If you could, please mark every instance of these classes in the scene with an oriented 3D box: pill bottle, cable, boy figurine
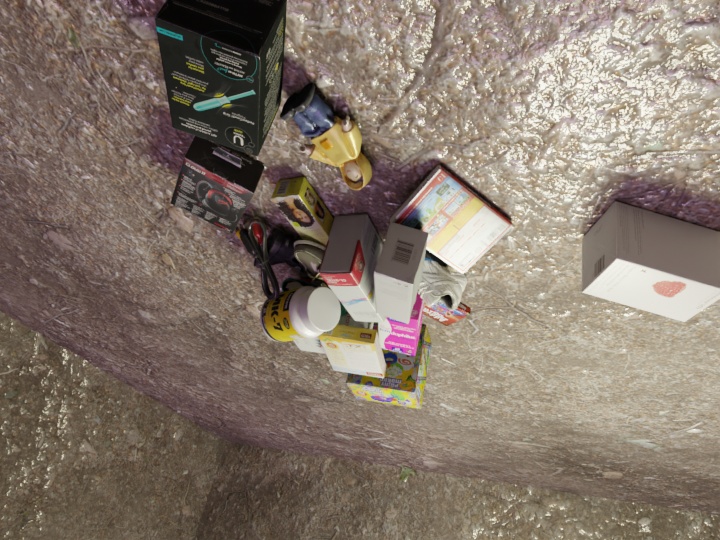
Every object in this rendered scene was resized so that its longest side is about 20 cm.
[{"bbox_3d":[-0.139,0.099,1.221,0.113,0.117,0.197,34,150,-29],"label":"pill bottle"},{"bbox_3d":[-0.219,-0.039,1.208,0.096,0.050,0.204,-25,98,33],"label":"cable"},{"bbox_3d":[-0.052,-0.218,0.914,0.122,0.066,0.200,-13,136,35],"label":"boy figurine"}]

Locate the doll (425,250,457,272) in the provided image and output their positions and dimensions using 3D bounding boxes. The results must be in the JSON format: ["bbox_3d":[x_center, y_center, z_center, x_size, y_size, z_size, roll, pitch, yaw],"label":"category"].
[{"bbox_3d":[0.159,-0.058,1.085,0.134,0.050,0.200,-12,139,36],"label":"doll"}]

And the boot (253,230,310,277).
[{"bbox_3d":[-0.148,-0.015,1.297,0.196,0.068,0.164,22,157,-25],"label":"boot"}]

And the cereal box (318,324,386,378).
[{"bbox_3d":[-0.017,0.198,1.301,0.139,0.040,0.202,7,148,14],"label":"cereal box"}]

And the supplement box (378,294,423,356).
[{"bbox_3d":[0.100,0.114,1.302,0.098,0.106,0.202,11,147,11],"label":"supplement box"}]

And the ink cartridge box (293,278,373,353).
[{"bbox_3d":[-0.074,0.125,1.393,0.194,0.149,0.146,4,148,18],"label":"ink cartridge box"}]

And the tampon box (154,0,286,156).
[{"bbox_3d":[-0.198,-0.301,0.784,0.146,0.129,0.201,18,150,-3],"label":"tampon box"}]

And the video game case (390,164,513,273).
[{"bbox_3d":[0.172,-0.090,1.003,0.197,0.018,0.143,31,121,-24],"label":"video game case"}]

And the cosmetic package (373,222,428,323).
[{"bbox_3d":[0.078,0.010,1.040,0.079,0.115,0.201,16,155,9],"label":"cosmetic package"}]

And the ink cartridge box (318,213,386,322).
[{"bbox_3d":[0.000,0.000,1.156,0.080,0.149,0.201,-1,146,25],"label":"ink cartridge box"}]

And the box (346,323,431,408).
[{"bbox_3d":[0.084,0.259,1.487,0.194,0.197,0.123,4,149,19],"label":"box"}]

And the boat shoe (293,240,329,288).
[{"bbox_3d":[-0.078,0.004,1.187,0.071,0.062,0.201,-10,144,38],"label":"boat shoe"}]

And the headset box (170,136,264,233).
[{"bbox_3d":[-0.289,-0.178,1.076,0.146,0.077,0.200,25,148,-16],"label":"headset box"}]

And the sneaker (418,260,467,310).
[{"bbox_3d":[0.147,0.025,1.172,0.195,0.102,0.078,23,149,-12],"label":"sneaker"}]

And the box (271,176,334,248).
[{"bbox_3d":[-0.105,-0.108,1.128,0.073,0.051,0.201,-2,145,29],"label":"box"}]

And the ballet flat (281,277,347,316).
[{"bbox_3d":[-0.118,0.065,1.309,0.195,0.069,0.070,15,167,26],"label":"ballet flat"}]

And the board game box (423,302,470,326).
[{"bbox_3d":[0.168,0.078,1.330,0.196,0.020,0.103,27,149,-17],"label":"board game box"}]

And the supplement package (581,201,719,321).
[{"bbox_3d":[0.505,-0.013,0.924,0.194,0.123,0.122,15,149,0],"label":"supplement package"}]
